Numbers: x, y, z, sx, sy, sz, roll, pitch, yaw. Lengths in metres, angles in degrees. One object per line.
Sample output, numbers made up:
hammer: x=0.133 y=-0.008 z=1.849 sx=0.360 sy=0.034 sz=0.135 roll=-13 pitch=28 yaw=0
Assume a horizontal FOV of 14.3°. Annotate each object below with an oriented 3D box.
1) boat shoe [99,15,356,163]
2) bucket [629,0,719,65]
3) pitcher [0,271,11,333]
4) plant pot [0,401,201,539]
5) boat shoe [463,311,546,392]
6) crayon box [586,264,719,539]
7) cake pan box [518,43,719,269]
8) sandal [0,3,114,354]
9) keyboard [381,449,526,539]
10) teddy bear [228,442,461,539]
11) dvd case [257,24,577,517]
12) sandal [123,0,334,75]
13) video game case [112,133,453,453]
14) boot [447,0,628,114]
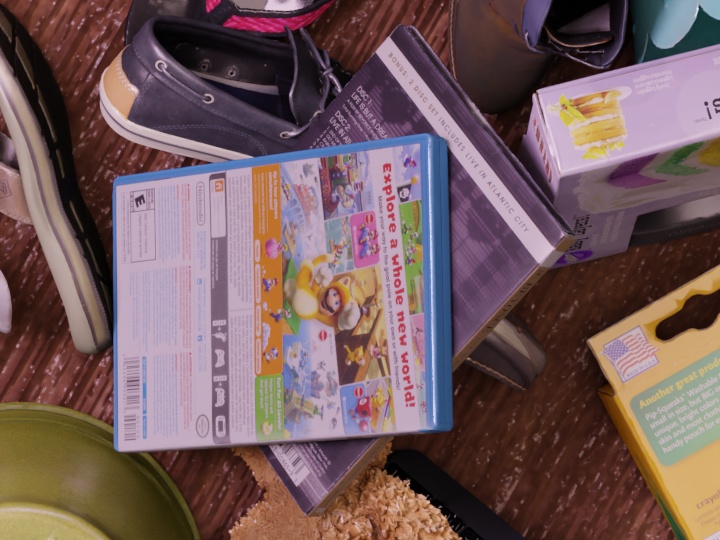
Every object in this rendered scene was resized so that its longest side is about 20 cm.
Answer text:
boat shoe: x=-0.033 y=-0.087 z=1.477 sx=0.199 sy=0.075 sz=0.062 roll=11 pitch=131 yaw=-19
bucket: x=0.227 y=-0.177 z=1.457 sx=0.206 sy=0.207 sz=0.135 roll=-7 pitch=79 yaw=-6
pitcher: x=-0.301 y=0.000 z=1.454 sx=0.200 sy=0.121 sz=0.172 roll=-27 pitch=73 yaw=-16
plant pot: x=-0.169 y=0.172 z=1.422 sx=0.200 sy=0.193 sz=0.201 roll=0 pitch=91 yaw=-7
boat shoe: x=0.001 y=0.017 z=1.506 sx=0.200 sy=0.074 sz=0.073 roll=29 pitch=98 yaw=3
crayon box: x=0.215 y=0.094 z=1.534 sx=0.125 sy=0.052 sz=0.200 roll=-29 pitch=94 yaw=-5
cake pan box: x=0.173 y=-0.063 z=1.457 sx=0.183 sy=0.200 sz=0.053 roll=-12 pitch=76 yaw=-4
sandal: x=-0.178 y=-0.049 z=1.479 sx=0.057 sy=0.080 sz=0.202 roll=-16 pitch=93 yaw=8
keyboard: x=0.051 y=0.175 z=1.466 sx=0.104 sy=0.040 sz=0.200 roll=-49 pitch=55 yaw=-5
teddy bear: x=-0.008 y=0.148 z=1.462 sx=0.067 sy=0.145 sz=0.200 roll=5 pitch=49 yaw=-42
dvd case: x=0.000 y=0.000 z=1.419 sx=0.200 sy=0.016 sz=0.149 roll=-48 pitch=60 yaw=21
sandal: x=-0.039 y=-0.159 z=1.505 sx=0.200 sy=0.045 sz=0.075 roll=-31 pitch=95 yaw=-5
video game case: x=-0.042 y=0.014 z=1.426 sx=0.199 sy=0.018 sz=0.144 roll=-6 pitch=80 yaw=35
boot: x=0.088 y=-0.128 z=1.443 sx=0.074 sy=0.200 sz=0.097 roll=11 pitch=47 yaw=-10
